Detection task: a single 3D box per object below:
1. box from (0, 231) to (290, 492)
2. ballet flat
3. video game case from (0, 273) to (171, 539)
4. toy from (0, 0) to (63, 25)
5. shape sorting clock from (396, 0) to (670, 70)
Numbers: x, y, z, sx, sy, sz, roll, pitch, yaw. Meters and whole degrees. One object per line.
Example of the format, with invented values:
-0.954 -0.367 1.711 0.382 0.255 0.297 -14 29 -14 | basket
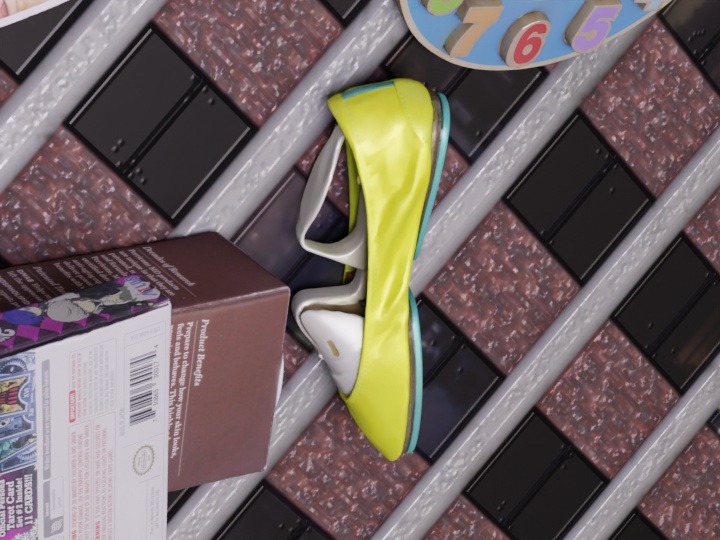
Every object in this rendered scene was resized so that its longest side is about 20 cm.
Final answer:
-0.136 0.052 1.347 0.199 0.075 0.101 -9 121 -33 | box
0.000 0.000 1.440 0.067 0.067 0.201 -1 115 -15 | ballet flat
-0.167 0.115 1.284 0.181 0.036 0.201 -18 126 -30 | video game case
-0.080 -0.176 1.242 0.199 0.047 0.116 -23 131 -13 | toy
0.108 -0.168 1.400 0.199 0.039 0.201 -20 142 -17 | shape sorting clock
